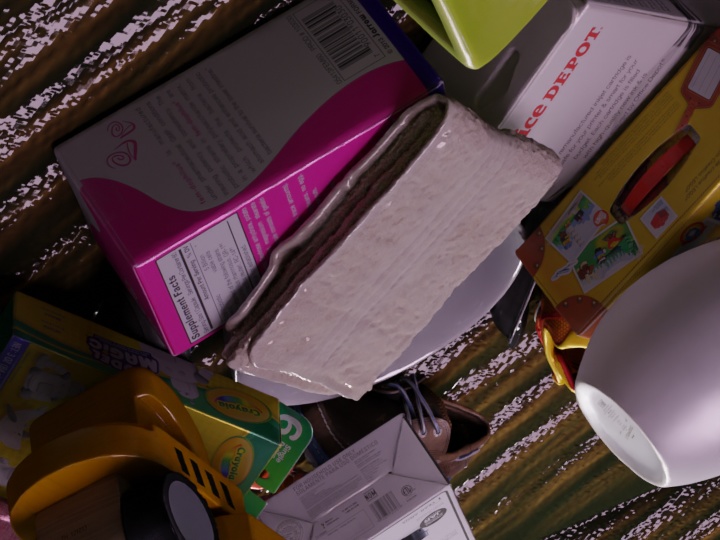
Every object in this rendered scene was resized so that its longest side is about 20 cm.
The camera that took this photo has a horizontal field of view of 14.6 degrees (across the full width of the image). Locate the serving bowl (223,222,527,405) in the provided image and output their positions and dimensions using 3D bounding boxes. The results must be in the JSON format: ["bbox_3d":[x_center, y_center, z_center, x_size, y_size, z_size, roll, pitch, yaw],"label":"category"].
[{"bbox_3d":[0.000,0.000,1.714,0.199,0.066,0.200,-23,154,-12],"label":"serving bowl"}]

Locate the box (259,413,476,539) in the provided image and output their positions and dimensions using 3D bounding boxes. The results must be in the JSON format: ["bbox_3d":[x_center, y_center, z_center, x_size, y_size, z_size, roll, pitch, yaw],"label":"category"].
[{"bbox_3d":[0.011,0.179,1.824,0.116,0.060,0.200,-33,154,-3],"label":"box"}]

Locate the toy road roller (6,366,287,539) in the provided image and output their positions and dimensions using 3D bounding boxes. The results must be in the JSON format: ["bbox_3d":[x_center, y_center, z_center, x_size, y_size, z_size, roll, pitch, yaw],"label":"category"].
[{"bbox_3d":[-0.113,0.147,1.564,0.123,0.146,0.200,-27,139,19],"label":"toy road roller"}]

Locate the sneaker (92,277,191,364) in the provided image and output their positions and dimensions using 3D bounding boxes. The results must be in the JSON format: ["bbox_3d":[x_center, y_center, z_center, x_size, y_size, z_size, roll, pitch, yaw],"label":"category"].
[{"bbox_3d":[-0.160,0.082,1.675,0.082,0.073,0.201,-7,135,-34],"label":"sneaker"}]

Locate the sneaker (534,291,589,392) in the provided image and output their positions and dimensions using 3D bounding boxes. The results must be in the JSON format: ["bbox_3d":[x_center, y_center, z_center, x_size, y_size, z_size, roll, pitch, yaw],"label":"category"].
[{"bbox_3d":[0.145,0.051,1.877,0.073,0.078,0.200,4,165,12],"label":"sneaker"}]

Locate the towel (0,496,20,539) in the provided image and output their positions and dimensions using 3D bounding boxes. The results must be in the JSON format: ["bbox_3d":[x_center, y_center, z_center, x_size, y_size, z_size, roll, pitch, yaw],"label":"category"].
[{"bbox_3d":[-0.297,0.163,1.617,0.199,0.023,0.144,23,117,-22],"label":"towel"}]

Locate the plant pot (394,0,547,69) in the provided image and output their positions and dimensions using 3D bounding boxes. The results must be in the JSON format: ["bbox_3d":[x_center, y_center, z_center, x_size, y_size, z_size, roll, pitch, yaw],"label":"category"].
[{"bbox_3d":[0.040,-0.254,1.360,0.181,0.199,0.200,-40,146,-6],"label":"plant pot"}]

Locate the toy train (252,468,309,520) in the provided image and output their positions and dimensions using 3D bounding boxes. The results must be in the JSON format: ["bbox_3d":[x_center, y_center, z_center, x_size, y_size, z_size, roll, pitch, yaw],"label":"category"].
[{"bbox_3d":[-0.089,0.159,1.852,0.150,0.056,0.200,16,126,-32],"label":"toy train"}]

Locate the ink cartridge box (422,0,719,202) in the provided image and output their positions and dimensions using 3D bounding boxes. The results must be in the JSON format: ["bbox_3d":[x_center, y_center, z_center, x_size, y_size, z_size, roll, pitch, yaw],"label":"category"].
[{"bbox_3d":[0.138,-0.119,1.695,0.199,0.084,0.146,6,128,-46],"label":"ink cartridge box"}]

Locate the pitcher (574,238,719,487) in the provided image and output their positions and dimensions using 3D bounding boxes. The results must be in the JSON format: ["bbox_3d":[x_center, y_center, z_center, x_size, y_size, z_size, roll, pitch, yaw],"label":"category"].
[{"bbox_3d":[0.223,0.041,1.661,0.200,0.121,0.172,-40,165,-14],"label":"pitcher"}]

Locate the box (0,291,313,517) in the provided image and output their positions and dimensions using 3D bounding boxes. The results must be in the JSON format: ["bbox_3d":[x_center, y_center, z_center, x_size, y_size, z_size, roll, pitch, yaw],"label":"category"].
[{"bbox_3d":[-0.136,0.101,1.634,0.199,0.048,0.118,22,122,-20],"label":"box"}]

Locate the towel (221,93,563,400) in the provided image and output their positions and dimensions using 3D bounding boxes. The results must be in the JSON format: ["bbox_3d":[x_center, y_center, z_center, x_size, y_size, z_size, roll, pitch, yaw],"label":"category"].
[{"bbox_3d":[0.016,-0.010,1.583,0.200,0.035,0.132,-47,148,15],"label":"towel"}]

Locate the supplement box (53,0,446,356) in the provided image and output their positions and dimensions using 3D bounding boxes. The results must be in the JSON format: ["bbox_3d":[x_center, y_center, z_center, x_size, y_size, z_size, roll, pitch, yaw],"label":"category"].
[{"bbox_3d":[-0.055,-0.059,1.578,0.199,0.101,0.104,-30,147,-9],"label":"supplement box"}]

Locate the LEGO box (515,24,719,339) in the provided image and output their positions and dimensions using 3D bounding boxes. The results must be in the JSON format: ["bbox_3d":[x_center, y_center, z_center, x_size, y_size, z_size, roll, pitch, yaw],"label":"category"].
[{"bbox_3d":[0.215,-0.044,1.710,0.200,0.077,0.149,-49,146,19],"label":"LEGO box"}]

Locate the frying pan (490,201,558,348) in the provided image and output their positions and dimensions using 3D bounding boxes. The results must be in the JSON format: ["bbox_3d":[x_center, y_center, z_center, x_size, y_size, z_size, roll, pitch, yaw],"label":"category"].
[{"bbox_3d":[0.111,-0.008,1.840,0.190,0.031,0.115,64,47,-88],"label":"frying pan"}]

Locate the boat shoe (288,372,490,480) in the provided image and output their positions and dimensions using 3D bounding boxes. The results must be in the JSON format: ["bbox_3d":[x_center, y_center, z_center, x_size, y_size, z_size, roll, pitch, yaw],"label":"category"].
[{"bbox_3d":[0.021,0.100,1.849,0.072,0.072,0.200,-34,160,20],"label":"boat shoe"}]
